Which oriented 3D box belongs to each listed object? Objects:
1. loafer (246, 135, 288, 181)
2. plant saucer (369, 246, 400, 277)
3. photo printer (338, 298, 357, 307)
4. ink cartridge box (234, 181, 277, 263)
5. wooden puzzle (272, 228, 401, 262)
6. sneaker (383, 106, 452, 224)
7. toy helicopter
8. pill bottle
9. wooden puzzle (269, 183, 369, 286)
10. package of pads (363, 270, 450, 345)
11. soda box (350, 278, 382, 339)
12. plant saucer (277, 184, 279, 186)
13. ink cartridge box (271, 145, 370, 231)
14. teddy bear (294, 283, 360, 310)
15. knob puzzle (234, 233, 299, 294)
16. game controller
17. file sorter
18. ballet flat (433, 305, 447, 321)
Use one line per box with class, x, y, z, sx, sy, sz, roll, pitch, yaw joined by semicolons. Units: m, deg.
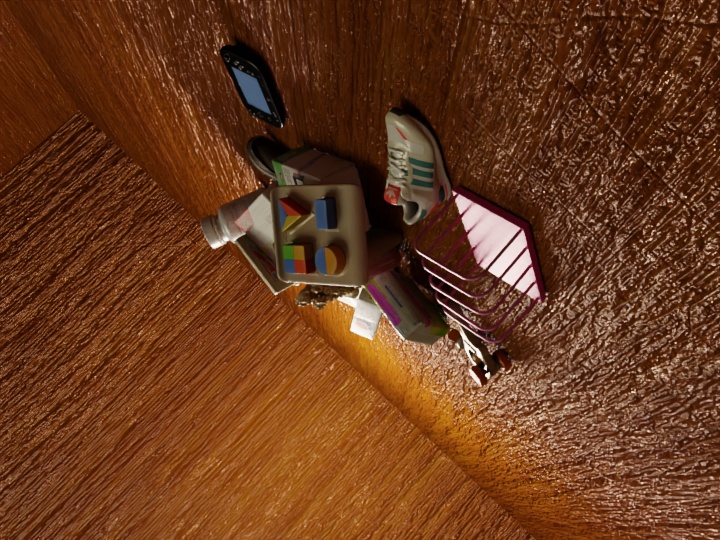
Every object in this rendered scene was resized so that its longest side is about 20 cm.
loafer;-0.164;-0.231;1.690;0.200;0.073;0.071;39;157;1
plant saucer;-0.017;-0.036;1.604;0.200;0.200;0.051;25;125;56
photo printer;-0.047;0.026;2.103;0.167;0.069;0.200;52;165;-27
ink cartridge box;-0.202;-0.108;1.993;0.200;0.083;0.145;47;130;-8
wooden puzzle;-0.045;-0.049;1.531;0.199;0.185;0.037;12;115;30
sneaker;0.071;-0.146;1.142;0.070;0.093;0.200;34;164;38
toy helicopter;0.232;0.143;1.652;0.201;0.079;0.132;60;172;-18
pill bottle;-0.330;-0.139;2.113;0.114;0.199;0.115;-23;-90;-88
wooden puzzle;-0.084;-0.064;1.412;0.199;0.046;0.186;2;101;33
package of pads;0.099;0.078;1.638;0.155;0.068;0.200;53;-168;22
soda box;0.023;0.089;1.815;0.063;0.068;0.200;21;154;4
plant saucer;-0.159;-0.138;1.805;0.200;0.032;0.201;-7;-90;-87
ink cartridge box;-0.080;-0.151;1.528;0.200;0.084;0.145;28;140;52
teddy bear;-0.058;0.039;1.670;0.067;0.145;0.200;50;-168;17
knob puzzle;-0.229;-0.036;2.054;0.220;0.220;0.030;46;124;-6
game controller;-0.203;-0.349;1.474;0.104;0.042;0.200;39;167;24
file sorter;0.181;0.000;1.187;0.139;0.125;0.200;34;164;36
ballet flat;0.132;0.108;1.810;0.074;0.074;0.200;49;167;-21
